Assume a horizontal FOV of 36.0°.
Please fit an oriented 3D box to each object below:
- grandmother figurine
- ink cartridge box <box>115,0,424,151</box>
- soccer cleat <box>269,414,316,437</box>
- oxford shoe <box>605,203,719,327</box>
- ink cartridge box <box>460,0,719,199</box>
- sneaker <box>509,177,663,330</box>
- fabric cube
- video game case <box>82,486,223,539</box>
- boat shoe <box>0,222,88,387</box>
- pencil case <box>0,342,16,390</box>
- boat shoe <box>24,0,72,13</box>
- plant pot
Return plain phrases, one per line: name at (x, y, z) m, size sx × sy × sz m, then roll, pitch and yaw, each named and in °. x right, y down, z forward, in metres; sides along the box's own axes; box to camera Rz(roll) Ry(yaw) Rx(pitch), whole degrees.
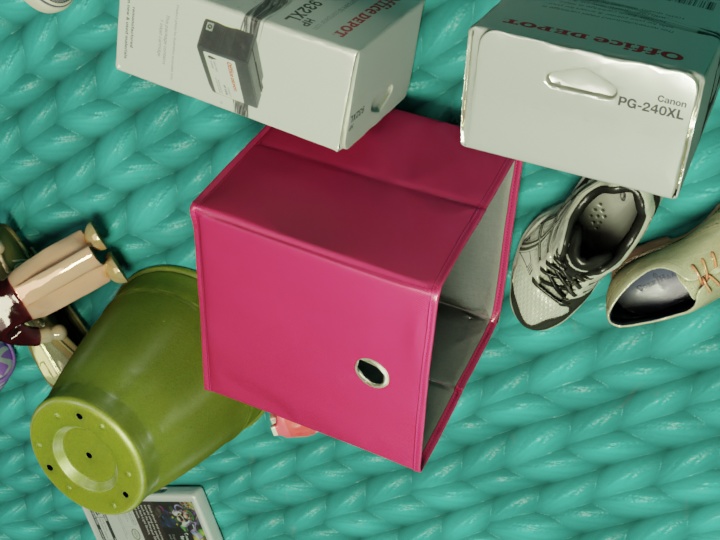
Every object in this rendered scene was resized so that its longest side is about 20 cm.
grandmother figurine at (-0.340, 0.026, 1.106) m, size 0.199 × 0.061 × 0.122 m, roll -33°, pitch 99°, yaw -7°
ink cartridge box at (-0.068, -0.185, 0.866) m, size 0.198 × 0.145 × 0.085 m, roll 22°, pitch 124°, yaw 14°
soccer cleat at (-0.070, 0.065, 1.069) m, size 0.075 × 0.067 × 0.203 m, roll -14°, pitch 105°, yaw -6°
oxford shoe at (0.274, -0.006, 0.838) m, size 0.199 × 0.074 × 0.071 m, roll -34°, pitch 99°, yaw 36°
ink cartridge box at (0.164, -0.137, 0.741) m, size 0.143 × 0.200 × 0.084 m, roll 16°, pitch 123°, yaw 18°
sneaker at (0.168, -0.018, 0.877) m, size 0.075 × 0.088 × 0.201 m, roll 32°, pitch 128°, yaw 5°
fabric cube at (0.000, 0.000, 0.888) m, size 0.197 × 0.201 × 0.198 m, roll 18°, pitch 133°, yaw 16°
video game case at (-0.230, 0.344, 1.320) m, size 0.180 × 0.023 × 0.202 m, roll -6°, pitch 113°, yaw 30°
boat shoe at (-0.336, 0.032, 1.172) m, size 0.062 × 0.073 × 0.203 m, roll -20°, pitch 106°, yaw 16°
pencil case at (-0.474, 0.143, 1.291) m, size 0.084 × 0.086 × 0.200 m, roll 45°, pitch 128°, yaw 0°
boat shoe at (-0.274, -0.324, 0.935) m, size 0.092 × 0.075 × 0.202 m, roll -6°, pitch 113°, yaw 37°
plant pot at (-0.214, 0.129, 1.085) m, size 0.198 × 0.193 × 0.203 m, roll 12°, pitch 121°, yaw 20°
